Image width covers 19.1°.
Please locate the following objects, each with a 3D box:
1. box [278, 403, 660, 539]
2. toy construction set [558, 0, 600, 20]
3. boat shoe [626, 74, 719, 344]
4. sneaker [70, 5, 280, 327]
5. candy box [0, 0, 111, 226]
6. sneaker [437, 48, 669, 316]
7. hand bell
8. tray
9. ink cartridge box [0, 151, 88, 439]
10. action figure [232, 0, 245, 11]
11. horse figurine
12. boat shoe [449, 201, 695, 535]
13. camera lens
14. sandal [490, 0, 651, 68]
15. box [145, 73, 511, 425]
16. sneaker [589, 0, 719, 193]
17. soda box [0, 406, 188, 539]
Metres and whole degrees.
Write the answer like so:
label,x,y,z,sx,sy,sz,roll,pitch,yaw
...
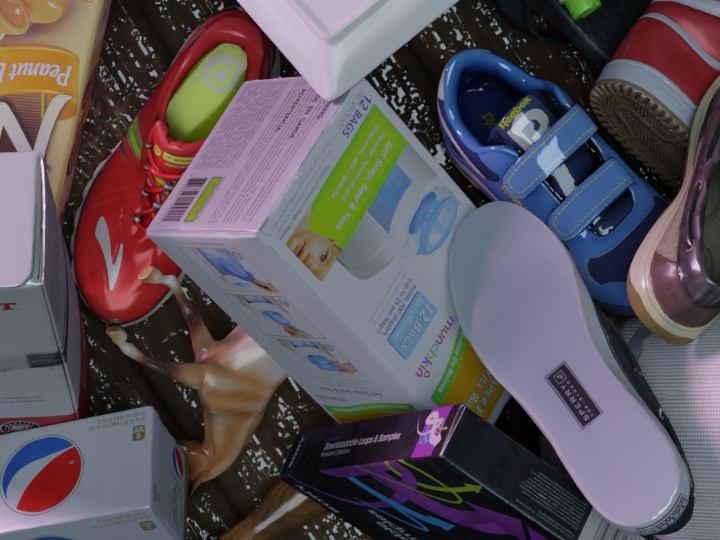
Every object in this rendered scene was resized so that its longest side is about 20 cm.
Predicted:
label,x,y,z,sx,sy,sz,roll,pitch,yaw
box,0.056,0.131,1.171,0.143,0.200,0.036,35,70,-18
toy construction set,0.170,-0.200,1.163,0.199,0.131,0.093,-12,78,-15
boat shoe,0.208,-0.047,1.132,0.073,0.065,0.201,37,57,-16
sneaker,-0.111,-0.062,1.219,0.077,0.085,0.201,25,93,-3
candy box,-0.209,-0.108,1.198,0.115,0.055,0.201,15,114,-2
sneaker,0.110,-0.051,1.186,0.074,0.082,0.200,-43,61,-11
hand bell,-0.075,0.163,1.248,0.200,0.104,0.104,-37,95,-10
tray,-0.036,-0.191,1.122,0.107,0.022,0.200,-39,68,-3
ink cartridge box,-0.230,0.021,1.161,0.146,0.200,0.083,-1,61,-2
action figure,-0.039,-0.238,1.204,0.118,0.102,0.201,-8,66,10
horse figurine,-0.058,0.025,1.233,0.200,0.050,0.133,-45,121,-11
boat shoe,0.114,0.053,1.111,0.070,0.066,0.200,-38,62,8
camera lens,0.215,0.091,1.161,0.159,0.199,0.161,3,85,-38
sandal,0.092,-0.177,1.227,0.200,0.048,0.076,34,56,-20
box,0.000,0.000,1.165,0.200,0.101,0.113,47,63,-31
sneaker,0.223,-0.082,1.234,0.200,0.071,0.113,44,62,-27
soda box,-0.199,0.137,1.211,0.199,0.064,0.068,-12,53,12
